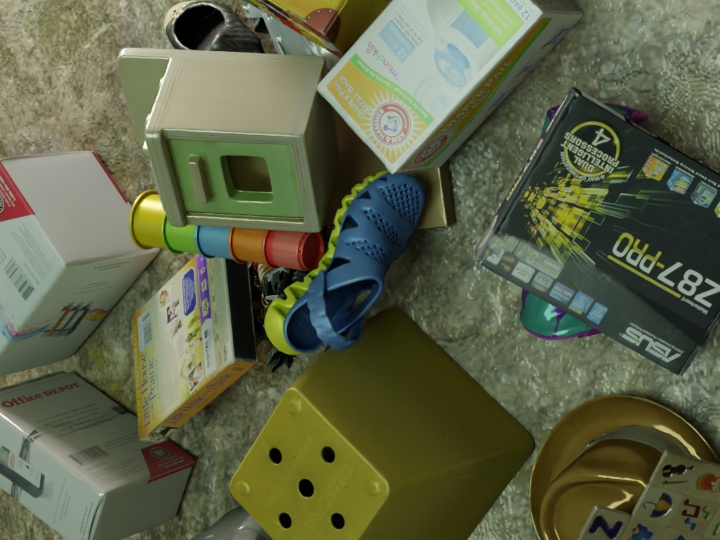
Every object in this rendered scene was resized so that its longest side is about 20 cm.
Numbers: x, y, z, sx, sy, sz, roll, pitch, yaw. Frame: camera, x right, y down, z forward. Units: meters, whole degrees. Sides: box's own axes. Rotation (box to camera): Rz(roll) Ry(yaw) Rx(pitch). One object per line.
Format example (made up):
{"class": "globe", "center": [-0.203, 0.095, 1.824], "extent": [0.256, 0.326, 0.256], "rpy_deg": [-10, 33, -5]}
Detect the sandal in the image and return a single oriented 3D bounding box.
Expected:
{"class": "sandal", "center": [0.000, 0.000, 1.521], "extent": [0.200, 0.079, 0.087], "rpy_deg": [-58, 32, -3]}

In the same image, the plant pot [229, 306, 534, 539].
{"class": "plant pot", "center": [0.000, 0.180, 1.555], "extent": [0.200, 0.176, 0.200], "rpy_deg": [44, 119, 22]}

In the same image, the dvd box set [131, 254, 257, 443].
{"class": "dvd box set", "center": [-0.170, 0.069, 1.690], "extent": [0.200, 0.029, 0.147], "rpy_deg": [-41, 47, 44]}

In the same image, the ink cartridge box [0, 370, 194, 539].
{"class": "ink cartridge box", "center": [-0.302, 0.199, 1.790], "extent": [0.200, 0.146, 0.085], "rpy_deg": [33, 116, 27]}

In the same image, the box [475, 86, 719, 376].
{"class": "box", "center": [0.217, -0.032, 1.374], "extent": [0.200, 0.049, 0.161], "rpy_deg": [30, 104, -4]}

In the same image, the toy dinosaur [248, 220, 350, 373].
{"class": "toy dinosaur", "center": [-0.071, 0.024, 1.633], "extent": [0.136, 0.102, 0.200], "rpy_deg": [62, 153, 28]}

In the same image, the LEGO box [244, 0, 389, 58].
{"class": "LEGO box", "center": [-0.024, -0.313, 1.499], "extent": [0.149, 0.077, 0.200], "rpy_deg": [34, 90, 21]}

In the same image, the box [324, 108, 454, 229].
{"class": "box", "center": [0.007, -0.134, 1.593], "extent": [0.163, 0.021, 0.201], "rpy_deg": [-5, 95, 36]}

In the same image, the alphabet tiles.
{"class": "alphabet tiles", "center": [0.258, 0.244, 1.417], "extent": [0.167, 0.008, 0.200], "rpy_deg": [17, 113, -15]}

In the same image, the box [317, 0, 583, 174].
{"class": "box", "center": [0.077, -0.191, 1.468], "extent": [0.200, 0.101, 0.113], "rpy_deg": [-46, 76, 25]}

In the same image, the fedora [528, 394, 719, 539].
{"class": "fedora", "center": [0.219, 0.207, 1.461], "extent": [0.200, 0.082, 0.201], "rpy_deg": [7, 102, 34]}

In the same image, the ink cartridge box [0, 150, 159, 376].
{"class": "ink cartridge box", "center": [-0.346, -0.006, 1.788], "extent": [0.200, 0.144, 0.145], "rpy_deg": [-46, 71, 31]}

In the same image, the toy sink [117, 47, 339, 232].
{"class": "toy sink", "center": [-0.130, -0.117, 1.539], "extent": [0.199, 0.112, 0.131], "rpy_deg": [5, 141, 10]}

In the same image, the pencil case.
{"class": "pencil case", "center": [0.190, -0.043, 1.440], "extent": [0.092, 0.085, 0.201], "rpy_deg": [18, 108, 46]}

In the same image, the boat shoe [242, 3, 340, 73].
{"class": "boat shoe", "center": [-0.076, -0.249, 1.584], "extent": [0.071, 0.070, 0.201], "rpy_deg": [-37, 64, 20]}

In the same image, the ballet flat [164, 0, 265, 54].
{"class": "ballet flat", "center": [-0.147, -0.232, 1.626], "extent": [0.067, 0.057, 0.200], "rpy_deg": [-52, 33, 0]}

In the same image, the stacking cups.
{"class": "stacking cups", "center": [-0.128, -0.038, 1.602], "extent": [0.200, 0.060, 0.061], "rpy_deg": [8, 102, 33]}

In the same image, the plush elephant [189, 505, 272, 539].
{"class": "plush elephant", "center": [-0.096, 0.316, 1.670], "extent": [0.165, 0.200, 0.155], "rpy_deg": [-21, 108, 49]}
